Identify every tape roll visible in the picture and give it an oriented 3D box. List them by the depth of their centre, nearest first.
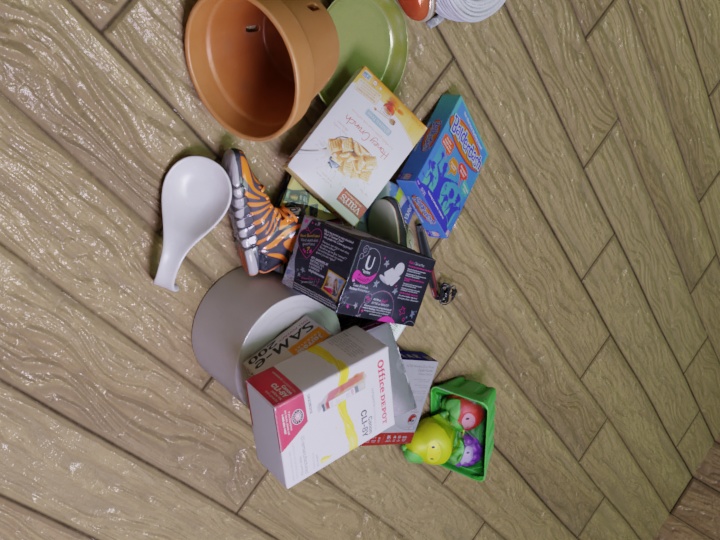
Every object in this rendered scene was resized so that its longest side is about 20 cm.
[{"bbox_3d":[-0.147,0.109,1.361,0.200,0.138,0.206,-19,122,-34],"label":"tape roll"}]

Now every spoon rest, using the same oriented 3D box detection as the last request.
[{"bbox_3d":[-0.249,-0.064,1.230,0.098,0.061,0.203,20,100,-6],"label":"spoon rest"}]

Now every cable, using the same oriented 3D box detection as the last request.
[{"bbox_3d":[0.182,-0.513,1.417,0.198,0.069,0.203,-28,126,-30],"label":"cable"}]

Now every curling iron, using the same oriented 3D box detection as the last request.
[{"bbox_3d":[0.139,-0.013,1.643,0.049,0.026,0.202,-18,126,9],"label":"curling iron"}]

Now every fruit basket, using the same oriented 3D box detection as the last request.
[{"bbox_3d":[0.189,0.344,1.792,0.215,0.153,0.219,-33,130,-50],"label":"fruit basket"}]

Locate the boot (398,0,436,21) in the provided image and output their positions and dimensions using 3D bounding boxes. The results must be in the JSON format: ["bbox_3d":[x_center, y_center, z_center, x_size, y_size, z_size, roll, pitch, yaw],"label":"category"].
[{"bbox_3d":[0.041,-0.454,1.301,0.107,0.074,0.202,-43,118,-26],"label":"boot"}]

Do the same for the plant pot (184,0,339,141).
[{"bbox_3d":[-0.121,-0.294,1.171,0.140,0.197,0.203,-39,133,-44],"label":"plant pot"}]

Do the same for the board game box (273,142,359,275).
[{"bbox_3d":[-0.073,-0.082,1.374,0.134,0.035,0.203,23,94,-20],"label":"board game box"}]

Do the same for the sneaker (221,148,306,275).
[{"bbox_3d":[-0.141,-0.098,1.294,0.110,0.078,0.203,-19,123,-18],"label":"sneaker"}]

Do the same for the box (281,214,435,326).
[{"bbox_3d":[0.000,0.000,1.321,0.199,0.131,0.117,15,98,-51],"label":"box"}]

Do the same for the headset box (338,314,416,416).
[{"bbox_3d":[0.019,0.153,1.418,0.076,0.200,0.151,-20,100,-9],"label":"headset box"}]

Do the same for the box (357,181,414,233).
[{"bbox_3d":[0.020,-0.100,1.482,0.198,0.047,0.124,19,96,-45],"label":"box"}]

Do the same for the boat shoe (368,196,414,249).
[{"bbox_3d":[0.061,-0.045,1.462,0.062,0.071,0.202,-34,133,-29],"label":"boat shoe"}]

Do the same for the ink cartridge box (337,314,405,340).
[{"bbox_3d":[-0.038,0.126,1.527,0.173,0.043,0.202,36,84,-14],"label":"ink cartridge box"}]

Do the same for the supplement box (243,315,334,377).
[{"bbox_3d":[-0.082,0.188,1.307,0.125,0.073,0.202,-36,130,-24],"label":"supplement box"}]

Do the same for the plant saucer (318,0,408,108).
[{"bbox_3d":[-0.006,-0.343,1.353,0.198,0.031,0.203,-20,121,-36],"label":"plant saucer"}]

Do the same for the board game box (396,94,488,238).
[{"bbox_3d":[0.149,-0.184,1.525,0.153,0.044,0.202,53,55,-43],"label":"board game box"}]

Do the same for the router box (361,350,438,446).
[{"bbox_3d":[0.045,0.245,1.667,0.198,0.049,0.182,8,104,-44],"label":"router box"}]

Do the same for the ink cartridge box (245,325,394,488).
[{"bbox_3d":[-0.052,0.188,1.222,0.198,0.083,0.147,-25,125,-30],"label":"ink cartridge box"}]

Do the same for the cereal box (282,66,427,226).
[{"bbox_3d":[-0.007,-0.190,1.335,0.143,0.039,0.201,40,80,-19],"label":"cereal box"}]
